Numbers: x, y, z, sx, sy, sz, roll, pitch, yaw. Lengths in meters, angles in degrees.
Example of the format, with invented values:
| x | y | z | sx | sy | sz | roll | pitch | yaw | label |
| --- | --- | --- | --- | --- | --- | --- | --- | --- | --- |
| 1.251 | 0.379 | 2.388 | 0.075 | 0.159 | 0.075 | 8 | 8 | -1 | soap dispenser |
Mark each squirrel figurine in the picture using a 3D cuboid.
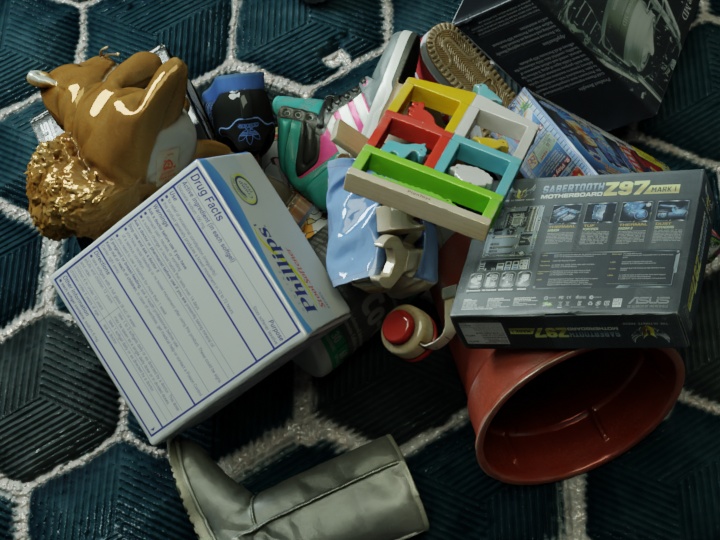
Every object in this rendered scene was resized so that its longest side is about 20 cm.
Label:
| x | y | z | sx | sy | sz | roll | pitch | yaw | label |
| --- | --- | --- | --- | --- | --- | --- | --- | --- | --- |
| -0.254 | -0.124 | 1.476 | 0.186 | 0.142 | 0.200 | 30 | 76 | 33 | squirrel figurine |

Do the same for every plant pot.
| x | y | z | sx | sy | sz | roll | pitch | yaw | label |
| --- | --- | --- | --- | --- | --- | --- | --- | --- | --- |
| 0.163 | 0.056 | 1.421 | 0.199 | 0.201 | 0.196 | -19 | 52 | -6 | plant pot |

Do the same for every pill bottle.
| x | y | z | sx | sy | sz | roll | pitch | yaw | label |
| --- | --- | --- | --- | --- | --- | --- | --- | --- | --- |
| 0.000 | 0.000 | 1.504 | 0.200 | 0.113 | 0.113 | -40 | 64 | -17 | pill bottle |

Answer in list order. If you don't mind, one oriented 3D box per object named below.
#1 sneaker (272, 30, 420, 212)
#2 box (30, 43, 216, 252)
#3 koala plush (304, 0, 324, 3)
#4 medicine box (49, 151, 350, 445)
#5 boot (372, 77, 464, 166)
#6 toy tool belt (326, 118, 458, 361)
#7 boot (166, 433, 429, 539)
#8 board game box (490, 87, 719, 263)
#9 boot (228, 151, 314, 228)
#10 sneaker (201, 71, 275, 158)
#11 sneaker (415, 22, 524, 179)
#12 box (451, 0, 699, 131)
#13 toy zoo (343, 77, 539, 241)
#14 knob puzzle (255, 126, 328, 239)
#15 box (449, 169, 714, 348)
| x | y | z | sx | sy | sz | roll | pitch | yaw | label |
| --- | --- | --- | --- | --- | --- | --- | --- | --- | --- |
| -0.025 | -0.164 | 1.568 | 0.120 | 0.084 | 0.201 | 24 | 92 | 11 | sneaker |
| -0.222 | -0.102 | 1.580 | 0.163 | 0.086 | 0.201 | -29 | 61 | 4 | box |
| -0.071 | -0.441 | 1.748 | 0.176 | 0.184 | 0.200 | 22 | 52 | 16 | koala plush |
| -0.144 | 0.024 | 1.399 | 0.200 | 0.103 | 0.183 | -35 | 84 | 23 | medicine box |
| 0.070 | -0.129 | 1.522 | 0.073 | 0.200 | 0.076 | 9 | 80 | 21 | boot |
| 0.013 | -0.027 | 1.382 | 0.124 | 0.123 | 0.201 | -17 | 65 | 29 | toy tool belt |
| -0.059 | 0.196 | 1.419 | 0.199 | 0.073 | 0.183 | -27 | 74 | -3 | boot |
| 0.241 | -0.065 | 1.470 | 0.199 | 0.062 | 0.200 | 24 | 26 | -27 | board game box |
| -0.140 | -0.021 | 1.497 | 0.097 | 0.075 | 0.200 | 40 | 110 | -7 | boot |
| -0.122 | -0.147 | 1.565 | 0.070 | 0.200 | 0.079 | -6 | 89 | -4 | sneaker |
| 0.115 | -0.156 | 1.620 | 0.071 | 0.112 | 0.201 | -34 | 93 | -23 | sneaker |
| 0.228 | -0.278 | 1.587 | 0.124 | 0.196 | 0.201 | -13 | 45 | 51 | box |
| 0.079 | -0.109 | 1.368 | 0.130 | 0.021 | 0.200 | 21 | 40 | 8 | toy zoo |
| -0.110 | -0.069 | 1.602 | 0.218 | 0.031 | 0.221 | -2 | 60 | 4 | knob puzzle |
| 0.188 | -0.009 | 1.309 | 0.199 | 0.051 | 0.158 | -2 | 50 | 25 | box |
